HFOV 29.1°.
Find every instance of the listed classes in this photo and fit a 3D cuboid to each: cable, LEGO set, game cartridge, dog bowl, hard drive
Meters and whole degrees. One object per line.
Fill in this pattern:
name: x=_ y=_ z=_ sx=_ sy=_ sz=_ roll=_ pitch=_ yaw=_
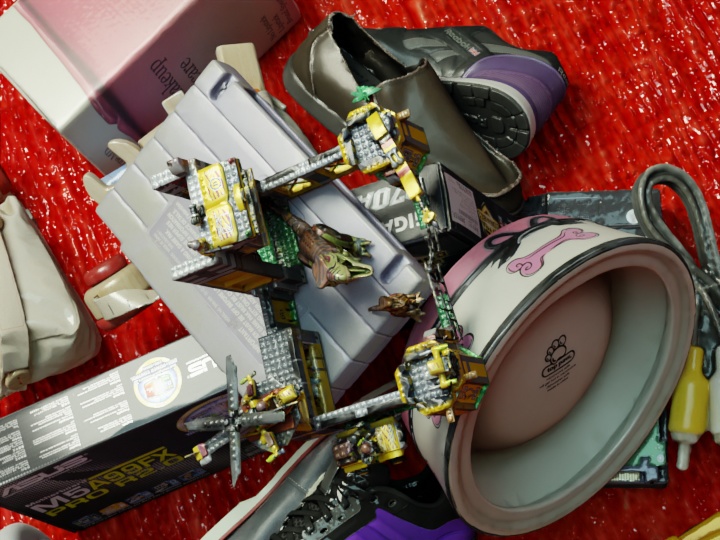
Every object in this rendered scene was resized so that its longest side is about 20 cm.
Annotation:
cable: x=0.234 y=0.026 z=0.896 sx=0.096 sy=0.050 sz=0.202 roll=-8 pitch=87 yaw=-3
LEGO set: x=-0.026 y=0.004 z=0.717 sx=0.153 sy=0.116 sz=0.202 roll=-11 pitch=79 yaw=25
game cartridge: x=-0.061 y=-0.013 z=0.822 sx=0.200 sy=0.038 sz=0.130 roll=47 pitch=109 yaw=24
dog bowl: x=0.106 y=0.056 z=0.830 sx=0.200 sy=0.200 sz=0.074 roll=-47 pitch=49 yaw=-5
hard drive: x=0.137 y=0.046 z=0.942 sx=0.138 sy=0.038 sz=0.202 roll=-2 pitch=71 yaw=12

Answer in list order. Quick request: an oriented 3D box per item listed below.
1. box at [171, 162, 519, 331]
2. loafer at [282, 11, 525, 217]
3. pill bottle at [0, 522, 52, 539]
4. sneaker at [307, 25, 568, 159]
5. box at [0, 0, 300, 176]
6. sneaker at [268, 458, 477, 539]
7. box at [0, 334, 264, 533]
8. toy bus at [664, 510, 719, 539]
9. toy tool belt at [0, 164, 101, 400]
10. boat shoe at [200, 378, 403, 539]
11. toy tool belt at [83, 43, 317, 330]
box: x=0.000 y=0.000 z=0.898 sx=0.198 sy=0.159 sz=0.046 roll=-16 pitch=69 yaw=24
loafer: x=0.031 y=-0.104 z=0.942 sx=0.199 sy=0.072 sz=0.073 roll=37 pitch=45 yaw=13
pill bottle: x=-0.277 y=0.270 z=0.920 sx=0.199 sy=0.120 sz=0.120 roll=-34 pitch=68 yaw=1
sneaker: x=0.056 y=-0.144 z=1.018 sx=0.199 sy=0.076 sz=0.088 roll=23 pitch=49 yaw=26
box: x=-0.160 y=-0.180 z=1.036 sx=0.200 sy=0.128 sz=0.109 roll=-45 pitch=69 yaw=-3
sneaker: x=-0.018 y=0.162 z=0.868 sx=0.198 sy=0.069 sz=0.101 roll=-11 pitch=108 yaw=-23
box: x=-0.138 y=0.107 z=0.920 sx=0.199 sy=0.160 sz=0.045 roll=-24 pitch=69 yaw=3
toy bus: x=0.162 y=0.223 z=0.856 sx=0.199 sy=0.078 sz=0.065 roll=-33 pitch=68 yaw=1
toy tool belt: x=-0.284 y=0.008 z=1.008 sx=0.122 sy=0.125 sz=0.201 roll=-31 pitch=67 yaw=-8
boat shoe: x=-0.031 y=0.154 z=0.929 sx=0.200 sy=0.071 sz=0.063 roll=-43 pitch=75 yaw=-2
toy tool belt: x=-0.130 y=-0.063 z=0.975 sx=0.199 sy=0.125 sz=0.123 roll=-35 pitch=97 yaw=-14
